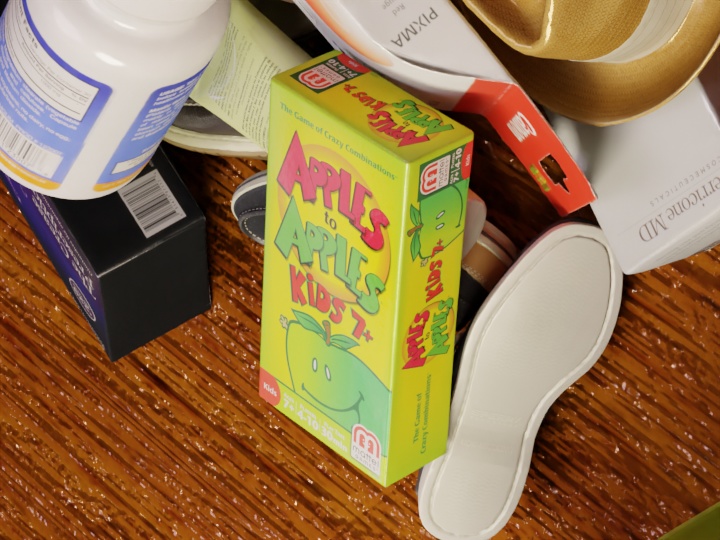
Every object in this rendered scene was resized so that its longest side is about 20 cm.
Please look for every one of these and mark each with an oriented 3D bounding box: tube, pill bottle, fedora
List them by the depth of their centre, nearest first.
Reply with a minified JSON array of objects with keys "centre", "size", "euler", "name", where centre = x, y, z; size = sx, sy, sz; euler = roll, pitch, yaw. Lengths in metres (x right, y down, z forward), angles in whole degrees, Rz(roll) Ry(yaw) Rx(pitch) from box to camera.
[{"centre":[0.087,-0.163,1.314],"size":[0.200,0.082,0.202],"euler":[13,110,41],"name":"fedora"},{"centre":[-0.018,-0.073,1.511],"size":[0.200,0.052,0.058],"euler":[39,86,28],"name":"tube"},{"centre":[-0.135,-0.131,1.527],"size":[0.112,0.112,0.200],"euler":[60,147,15],"name":"pill bottle"}]

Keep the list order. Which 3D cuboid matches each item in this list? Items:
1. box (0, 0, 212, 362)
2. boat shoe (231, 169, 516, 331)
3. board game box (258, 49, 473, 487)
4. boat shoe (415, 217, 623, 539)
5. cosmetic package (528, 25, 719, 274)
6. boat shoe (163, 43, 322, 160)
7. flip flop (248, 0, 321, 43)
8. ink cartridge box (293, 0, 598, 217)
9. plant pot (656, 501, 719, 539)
[{"centre":[-0.170,-0.065,1.696],"size":[0.200,0.079,0.141],"euler":[57,169,19],"name":"box"},{"centre":[-0.003,-0.011,1.568],"size":[0.199,0.075,0.062],"euler":[16,70,41],"name":"boat shoe"},{"centre":[0.000,0.000,1.450],"size":[0.101,0.048,0.201],"euler":[34,135,36],"name":"board game box"},{"centre":[0.081,0.051,1.511],"size":[0.060,0.074,0.201],"euler":[-101,27,-60],"name":"boat shoe"},{"centre":[0.137,-0.111,1.389],"size":[0.102,0.074,0.201],"euler":[-37,73,46],"name":"cosmetic package"},{"centre":[-0.034,-0.095,1.591],"size":[0.199,0.073,0.065],"euler":[6,102,37],"name":"boat shoe"},{"centre":[-0.016,-0.172,1.529],"size":[0.200,0.057,0.081],"euler":[-6,70,46],"name":"flip flop"},{"centre":[0.031,-0.097,1.409],"size":[0.200,0.050,0.162],"euler":[53,177,0],"name":"ink cartridge box"},{"centre":[0.166,0.248,1.385],"size":[0.182,0.200,0.199],"euler":[47,132,17],"name":"plant pot"}]
